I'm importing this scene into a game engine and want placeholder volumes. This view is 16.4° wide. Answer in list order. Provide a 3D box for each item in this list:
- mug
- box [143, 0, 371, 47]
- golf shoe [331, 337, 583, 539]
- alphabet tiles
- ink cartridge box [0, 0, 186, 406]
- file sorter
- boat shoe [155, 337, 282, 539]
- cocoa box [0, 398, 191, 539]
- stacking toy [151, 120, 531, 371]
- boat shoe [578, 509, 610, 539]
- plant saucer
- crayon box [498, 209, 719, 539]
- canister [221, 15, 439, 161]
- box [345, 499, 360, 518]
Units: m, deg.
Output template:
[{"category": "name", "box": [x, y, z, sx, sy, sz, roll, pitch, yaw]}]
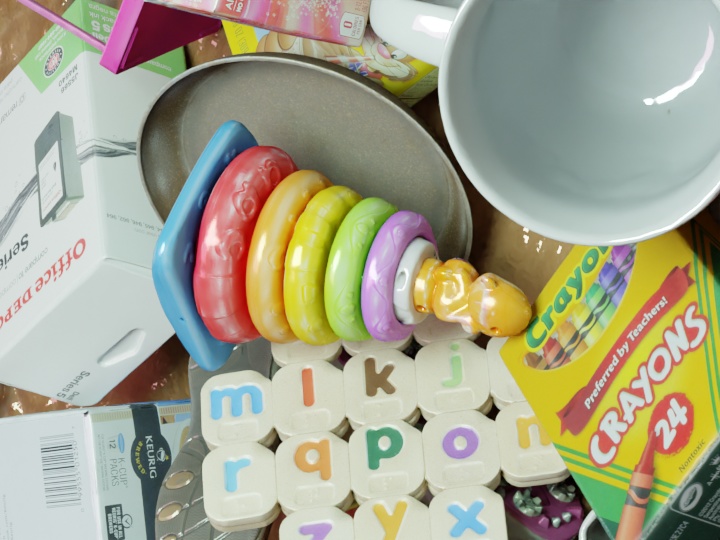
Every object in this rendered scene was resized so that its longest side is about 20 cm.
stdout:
[{"category": "mug", "box": [0.102, -0.111, 1.217, 0.198, 0.175, 0.149, 13, 109, 10]}, {"category": "box", "box": [-0.043, -0.229, 1.321, 0.094, 0.102, 0.202, 18, 96, 52]}, {"category": "golf shoe", "box": [0.036, 0.110, 1.399, 0.200, 0.075, 0.092, 46, 126, 35]}, {"category": "alphabet tiles", "box": [0.013, 0.085, 1.344, 0.015, 0.198, 0.197, 77, -174, -50]}, {"category": "ink cartridge box", "box": [-0.171, -0.041, 1.545, 0.145, 0.084, 0.201, -41, 45, 37]}, {"category": "file sorter", "box": [-0.127, -0.244, 1.468, 0.125, 0.139, 0.201, 31, 115, 13]}, {"category": "boat shoe", "box": [-0.066, 0.117, 1.453, 0.075, 0.072, 0.201, -7, 51, 25]}, {"category": "cocoa box", "box": [-0.150, 0.184, 1.541, 0.133, 0.131, 0.202, -10, 85, 44]}, {"category": "stacking toy", "box": [0.000, 0.000, 1.324, 0.199, 0.116, 0.110, 12, 56, 25]}, {"category": "boat shoe", "box": [0.194, 0.113, 1.245, 0.199, 0.065, 0.073, -16, 80, 44]}, {"category": "plant saucer", "box": [-0.029, -0.051, 1.409, 0.199, 0.032, 0.201, 14, 139, 12]}, {"category": "crayon box", "box": [0.143, 0.040, 1.252, 0.127, 0.051, 0.200, -56, 35, 20]}, {"category": "canister", "box": [0.014, -0.166, 1.397, 0.200, 0.086, 0.150, -35, 68, 41]}, {"category": "box", "box": [0.019, 0.174, 1.346, 0.200, 0.050, 0.076, -143, 36, -63]}]
